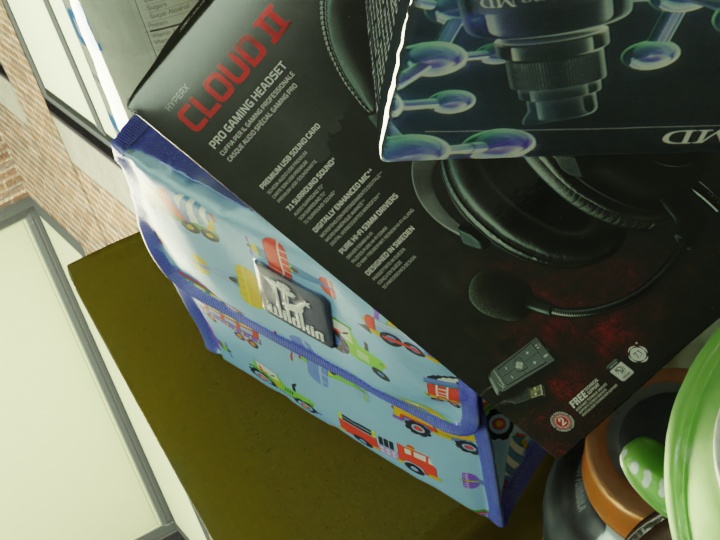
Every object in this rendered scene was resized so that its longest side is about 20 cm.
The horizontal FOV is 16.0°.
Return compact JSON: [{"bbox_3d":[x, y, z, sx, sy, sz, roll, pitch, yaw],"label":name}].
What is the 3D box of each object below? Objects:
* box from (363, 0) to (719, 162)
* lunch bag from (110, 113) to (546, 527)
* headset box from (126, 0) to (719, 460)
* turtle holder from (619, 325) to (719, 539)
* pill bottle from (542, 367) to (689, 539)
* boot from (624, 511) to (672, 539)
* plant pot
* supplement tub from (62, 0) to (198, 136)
[{"bbox_3d":[0.080,-0.116,0.583,0.200,0.147,0.108,102,164,-66],"label":"box"},{"bbox_3d":[0.000,0.000,0.945,0.150,0.094,0.200,30,171,20],"label":"lunch bag"},{"bbox_3d":[0.038,-0.062,0.782,0.200,0.077,0.149,39,125,-9],"label":"headset box"},{"bbox_3d":[0.173,0.083,0.717,0.186,0.140,0.132,68,165,-14],"label":"turtle holder"},{"bbox_3d":[0.127,0.120,1.051,0.106,0.106,0.200,55,166,31],"label":"pill bottle"},{"bbox_3d":[0.096,0.148,0.865,0.064,0.200,0.187,31,129,6],"label":"boot"},{"bbox_3d":[0.016,0.054,1.135,0.201,0.176,0.200,60,-175,17],"label":"plant pot"},{"bbox_3d":[-0.096,-0.166,1.318,0.132,0.131,0.201,40,154,60],"label":"supplement tub"}]
